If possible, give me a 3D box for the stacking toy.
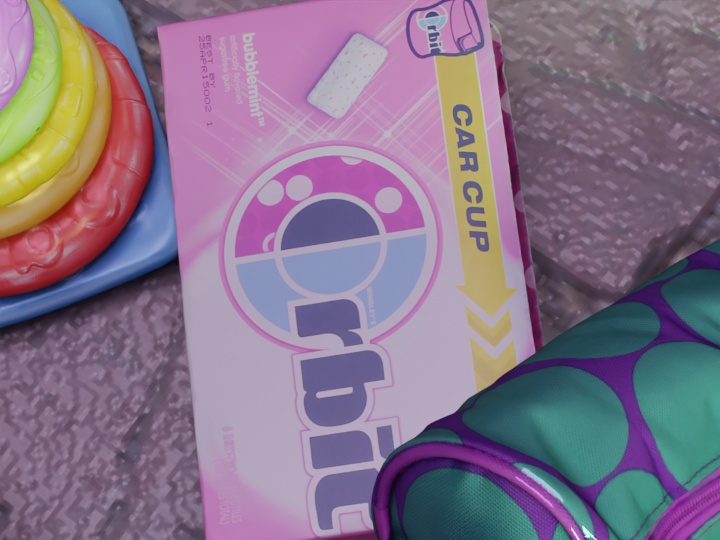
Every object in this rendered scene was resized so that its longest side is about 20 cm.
[{"bbox_3d":[-0.134,-0.065,0.965,0.110,0.200,0.116,-19,70,1],"label":"stacking toy"}]

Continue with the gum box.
[{"bbox_3d":[0.000,0.000,0.994,0.113,0.066,0.200,-9,70,6],"label":"gum box"}]

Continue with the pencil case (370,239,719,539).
[{"bbox_3d":[0.095,0.051,0.899,0.092,0.085,0.200,16,31,37],"label":"pencil case"}]
